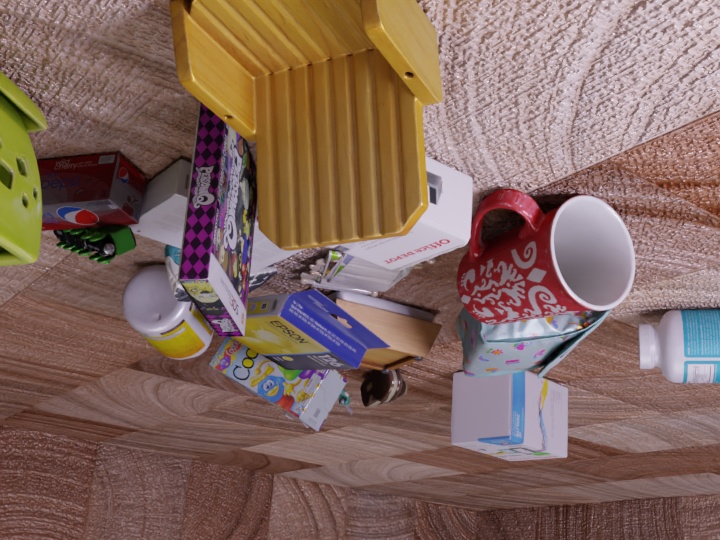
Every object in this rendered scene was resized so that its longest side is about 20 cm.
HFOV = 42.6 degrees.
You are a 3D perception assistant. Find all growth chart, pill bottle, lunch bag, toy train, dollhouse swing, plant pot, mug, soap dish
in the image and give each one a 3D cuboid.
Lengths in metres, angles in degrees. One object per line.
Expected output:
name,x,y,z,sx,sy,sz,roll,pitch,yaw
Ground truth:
growth chart,0.000,0.000,1.335,0.144,0.018,0.200,14,157,-22
pill bottle,0.522,0.113,1.389,0.198,0.112,0.111,-1,158,15
lunch bag,0.254,0.084,1.360,0.198,0.123,0.171,-2,157,-6
pill bottle,-0.296,0.074,1.460,0.108,0.110,0.200,2,158,7
toy train,-0.341,-0.045,1.173,0.056,0.042,0.199,-27,-157,-28
dollhouse swing,-0.049,-0.134,0.780,0.199,0.177,0.182,-6,157,27
plant pot,-0.429,-0.119,0.888,0.197,0.183,0.200,-2,158,16
mug,0.211,-0.021,1.140,0.133,0.179,0.200,-26,-179,-32
soap dish,0.009,0.105,1.515,0.199,0.082,0.157,15,157,-26

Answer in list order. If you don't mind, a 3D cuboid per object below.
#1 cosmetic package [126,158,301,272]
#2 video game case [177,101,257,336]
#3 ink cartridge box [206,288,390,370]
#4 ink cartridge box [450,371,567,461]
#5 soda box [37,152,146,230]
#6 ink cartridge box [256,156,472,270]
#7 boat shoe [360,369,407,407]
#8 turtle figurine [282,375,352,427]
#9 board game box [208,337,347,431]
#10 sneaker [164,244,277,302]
cosmetic package,-0.176,-0.063,1.163,0.199,0.052,0.150,20,153,-34
video game case,-0.146,-0.051,0.979,0.035,0.202,0.182,1,158,5
ink cartridge box,-0.090,0.095,1.371,0.199,0.047,0.197,-4,150,38
ink cartridge box,0.298,0.287,1.832,0.146,0.147,0.199,-15,152,42
soda box,-0.362,-0.091,1.111,0.198,0.064,0.070,-2,157,19
ink cartridge box,0.007,-0.080,1.034,0.199,0.084,0.146,20,155,-33
boat shoe,0.059,0.228,1.857,0.074,0.075,0.202,-4,168,-16
turtle figurine,-0.101,0.230,1.840,0.149,0.101,0.200,-19,136,18
board game box,-0.141,0.176,1.593,0.199,0.103,0.105,26,168,23
sneaker,-0.190,-0.007,1.284,0.077,0.080,0.199,-35,160,27
